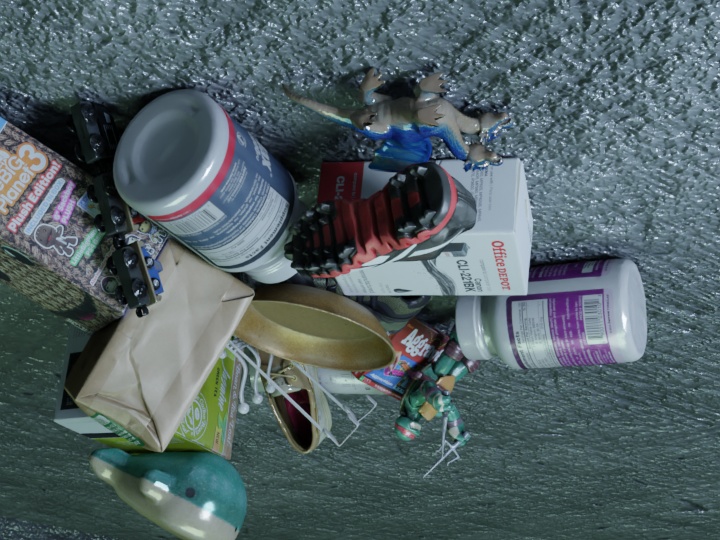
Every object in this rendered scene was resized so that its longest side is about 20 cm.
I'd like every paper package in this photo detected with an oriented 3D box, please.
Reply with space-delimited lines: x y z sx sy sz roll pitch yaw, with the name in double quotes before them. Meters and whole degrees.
"paper package" -0.212 0.074 1.184 0.103 0.192 0.200 32 168 -15

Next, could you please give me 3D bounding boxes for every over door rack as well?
"over door rack" -0.087 0.143 1.375 0.198 0.067 0.148 31 -171 5

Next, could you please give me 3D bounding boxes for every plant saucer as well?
"plant saucer" -0.054 0.059 1.269 0.197 0.036 0.201 12 159 5

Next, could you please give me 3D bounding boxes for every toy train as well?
"toy train" -0.220 -0.057 1.054 0.034 0.203 0.046 -19 176 36

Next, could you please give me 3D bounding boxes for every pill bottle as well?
"pill bottle" 0.210 0.051 1.288 0.197 0.114 0.112 -6 154 25
"pill bottle" -0.126 -0.068 1.082 0.118 0.121 0.200 -7 154 26

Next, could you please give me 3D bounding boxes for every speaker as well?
"speaker" -0.048 0.124 1.549 0.197 0.082 0.081 -1 156 13

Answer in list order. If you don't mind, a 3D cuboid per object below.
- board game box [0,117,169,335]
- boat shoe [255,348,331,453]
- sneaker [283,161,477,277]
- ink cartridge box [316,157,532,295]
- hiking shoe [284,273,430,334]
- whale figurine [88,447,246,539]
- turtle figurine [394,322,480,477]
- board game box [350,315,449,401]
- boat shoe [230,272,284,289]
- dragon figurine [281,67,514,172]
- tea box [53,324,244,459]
"board game box" -0.305 -0.039 1.119 0.199 0.098 0.159 33 158 -14
"boat shoe" -0.091 0.141 1.485 0.073 0.066 0.202 -19 106 19
"sneaker" 0.021 -0.036 1.038 0.199 0.072 0.097 -20 160 37
"ink cartridge box" 0.067 -0.040 1.148 0.197 0.085 0.145 -1 155 13
"hiking shoe" 0.000 0.000 1.292 0.198 0.077 0.100 21 135 -36
"whale figurine" -0.225 0.253 1.387 0.198 0.105 0.159 24 163 18
"turtle figurine" 0.102 0.156 1.450 0.100 0.202 0.150 31 176 19
"board game box" 0.072 0.120 1.487 0.019 0.103 0.199 41 -175 35
"boat shoe" -0.060 0.034 1.357 0.197 0.075 0.068 16 162 -30
"dragon figurine" 0.032 -0.123 1.000 0.197 0.060 0.100 -1 155 11
"tea box" -0.249 0.112 1.415 0.132 0.203 0.197 -6 155 25
